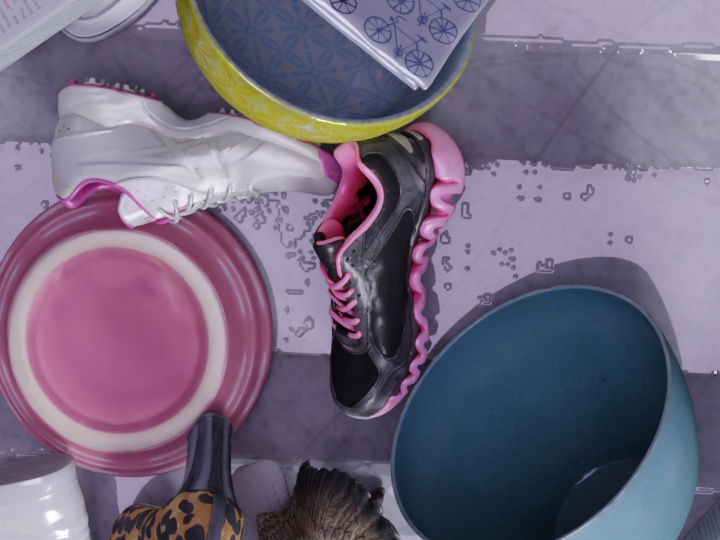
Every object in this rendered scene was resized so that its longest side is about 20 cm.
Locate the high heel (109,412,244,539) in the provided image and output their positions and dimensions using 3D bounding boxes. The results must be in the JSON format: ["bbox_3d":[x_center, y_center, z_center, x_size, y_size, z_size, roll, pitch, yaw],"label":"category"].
[{"bbox_3d":[-0.130,0.208,1.431,0.071,0.143,0.201,17,119,-12],"label":"high heel"}]

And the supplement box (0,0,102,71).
[{"bbox_3d":[-0.230,-0.192,1.387,0.199,0.103,0.102,-27,95,34],"label":"supplement box"}]

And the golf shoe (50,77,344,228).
[{"bbox_3d":[-0.110,-0.064,1.432,0.198,0.075,0.092,12,80,10],"label":"golf shoe"}]

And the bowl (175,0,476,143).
[{"bbox_3d":[-0.035,-0.160,1.390,0.199,0.108,0.202,9,64,-19],"label":"bowl"}]

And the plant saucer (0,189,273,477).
[{"bbox_3d":[-0.160,0.044,1.472,0.199,0.051,0.202,1,98,7],"label":"plant saucer"}]

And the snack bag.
[{"bbox_3d":[0.016,-0.233,1.369,0.188,0.021,0.200,38,58,-2],"label":"snack bag"}]

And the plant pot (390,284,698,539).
[{"bbox_3d":[0.138,0.129,1.400,0.200,0.201,0.135,-36,130,10],"label":"plant pot"}]

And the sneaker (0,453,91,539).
[{"bbox_3d":[-0.274,0.201,1.495,0.198,0.074,0.116,-11,105,17],"label":"sneaker"}]

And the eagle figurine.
[{"bbox_3d":[-0.020,0.198,1.403,0.150,0.200,0.153,-19,96,9],"label":"eagle figurine"}]

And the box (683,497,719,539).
[{"bbox_3d":[0.289,0.136,1.423,0.049,0.082,0.200,39,100,-2],"label":"box"}]

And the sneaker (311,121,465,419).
[{"bbox_3d":[0.000,0.000,1.413,0.079,0.095,0.202,23,107,44],"label":"sneaker"}]

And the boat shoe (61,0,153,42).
[{"bbox_3d":[-0.141,-0.235,1.423,0.073,0.065,0.201,35,100,0],"label":"boat shoe"}]
